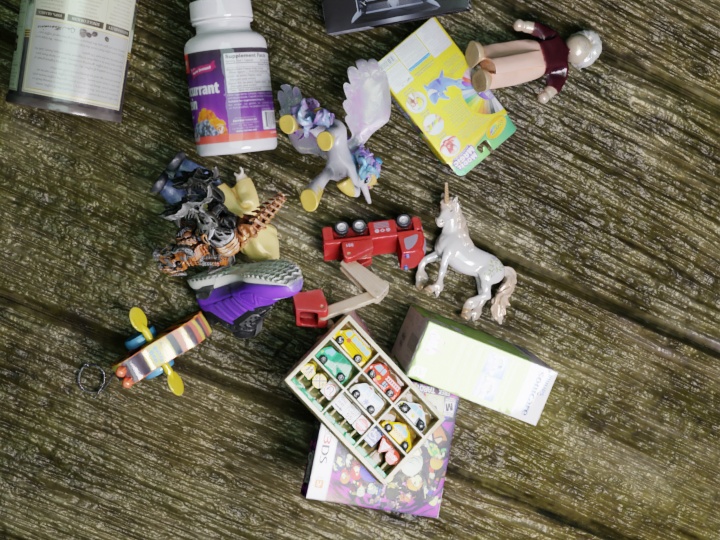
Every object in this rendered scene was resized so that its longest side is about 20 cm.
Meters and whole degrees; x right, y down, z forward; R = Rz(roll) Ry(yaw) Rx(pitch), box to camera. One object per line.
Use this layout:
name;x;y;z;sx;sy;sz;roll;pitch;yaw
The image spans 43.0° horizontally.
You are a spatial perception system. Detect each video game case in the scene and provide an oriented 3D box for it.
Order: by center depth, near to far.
video game case;0.030;0.238;1.270;0.199;0.036;0.182;14;84;-17

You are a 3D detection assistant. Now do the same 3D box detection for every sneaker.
sneaker;-0.147;0.043;1.255;0.069;0.199;0.100;-28;109;-46

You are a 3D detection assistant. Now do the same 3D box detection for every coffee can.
coffee can;-0.368;-0.303;1.180;0.146;0.146;0.201;10;97;-8

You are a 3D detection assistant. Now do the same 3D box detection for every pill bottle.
pill bottle;-0.176;-0.258;1.226;0.111;0.111;0.201;-7;98;-6

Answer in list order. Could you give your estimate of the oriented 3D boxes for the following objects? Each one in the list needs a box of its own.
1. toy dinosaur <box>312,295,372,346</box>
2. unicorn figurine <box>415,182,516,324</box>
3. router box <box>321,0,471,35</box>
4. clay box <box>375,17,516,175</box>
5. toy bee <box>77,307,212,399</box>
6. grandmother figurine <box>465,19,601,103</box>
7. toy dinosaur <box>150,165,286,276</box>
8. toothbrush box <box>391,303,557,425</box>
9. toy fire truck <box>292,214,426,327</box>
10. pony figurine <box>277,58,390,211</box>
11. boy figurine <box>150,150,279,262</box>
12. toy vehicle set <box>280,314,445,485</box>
toy dinosaur;-0.011;0.139;1.319;0.135;0.086;0.201;13;90;-10
unicorn figurine;0.144;-0.017;1.325;0.200;0.074;0.138;34;83;-24
router box;0.040;-0.413;1.229;0.199;0.052;0.158;-6;101;13
clay box;0.117;-0.243;1.295;0.115;0.048;0.200;-39;101;-2
toy bee;-0.297;0.130;1.270;0.131;0.109;0.200;40;92;-12
grandmother figurine;0.250;-0.296;1.279;0.199;0.061;0.122;-17;100;-18
toy dinosaur;-0.194;-0.063;1.213;0.200;0.102;0.136;-33;122;-1
toothbrush box;0.157;0.130;1.303;0.199;0.146;0.086;20;95;-10
toy fire truck;0.000;0.000;1.275;0.199;0.049;0.142;-7;59;-6
pony figurine;-0.037;-0.176;1.226;0.166;0.200;0.194;-15;94;21
boy figurine;-0.188;-0.085;1.272;0.200;0.064;0.125;35;100;-11
toy vehicle set;0.005;0.174;1.231;0.124;0.026;0.200;-45;100;-16
